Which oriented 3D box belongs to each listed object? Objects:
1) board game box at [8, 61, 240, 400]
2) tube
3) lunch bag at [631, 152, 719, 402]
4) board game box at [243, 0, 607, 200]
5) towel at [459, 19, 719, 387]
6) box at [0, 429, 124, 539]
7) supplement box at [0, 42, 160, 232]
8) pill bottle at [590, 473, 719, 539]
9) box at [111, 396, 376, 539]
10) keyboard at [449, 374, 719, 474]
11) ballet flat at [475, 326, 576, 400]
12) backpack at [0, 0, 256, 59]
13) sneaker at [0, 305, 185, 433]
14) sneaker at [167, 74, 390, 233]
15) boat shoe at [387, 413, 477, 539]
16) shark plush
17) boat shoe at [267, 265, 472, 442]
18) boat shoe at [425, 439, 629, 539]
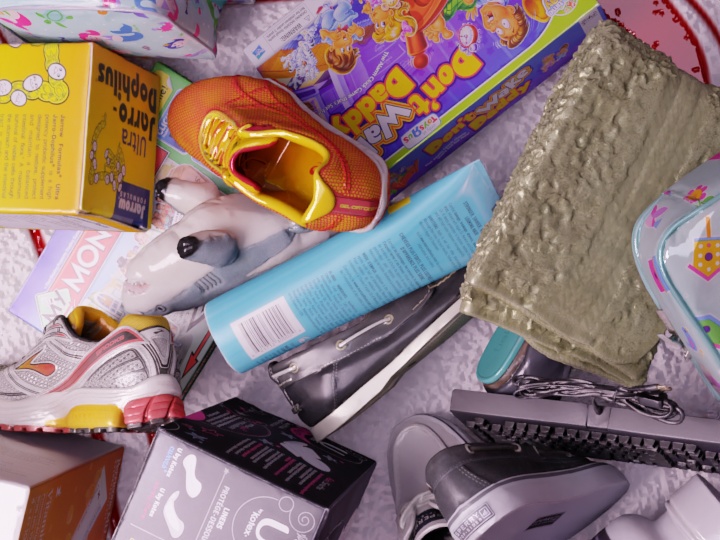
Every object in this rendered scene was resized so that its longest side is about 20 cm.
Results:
[{"bbox_3d":[-0.132,-0.022,1.161,0.134,0.029,0.200,32,95,6],"label":"board game box"},{"bbox_3d":[0.000,0.000,1.070,0.200,0.077,0.050,-26,50,10],"label":"tube"},{"bbox_3d":[0.270,-0.007,1.021,0.200,0.077,0.161,-34,103,-4],"label":"lunch bag"},{"bbox_3d":[0.042,-0.150,1.107,0.200,0.045,0.135,-38,69,7],"label":"board game box"},{"bbox_3d":[0.155,-0.039,1.050,0.148,0.036,0.200,26,90,-21],"label":"towel"},{"bbox_3d":[-0.235,0.172,1.092,0.097,0.200,0.125,12,93,8],"label":"box"},{"bbox_3d":[-0.245,-0.086,1.118,0.199,0.109,0.110,2,86,17],"label":"supplement box"},{"bbox_3d":[0.169,0.226,1.079,0.200,0.111,0.111,-45,85,7],"label":"pill bottle"},{"bbox_3d":[-0.075,0.169,1.069,0.114,0.200,0.132,24,94,8],"label":"box"},{"bbox_3d":[0.149,0.096,1.051,0.199,0.127,0.021,4,63,27],"label":"keyboard"},{"bbox_3d":[0.145,0.001,1.108,0.073,0.073,0.200,26,88,7],"label":"ballet flat"},{"bbox_3d":[-0.171,-0.216,1.090,0.199,0.178,0.151,12,86,12],"label":"backpack"},{"bbox_3d":[-0.183,0.066,1.119,0.200,0.078,0.082,-6,82,42],"label":"sneaker"},{"bbox_3d":[-0.064,-0.081,1.062,0.200,0.077,0.073,26,105,45],"label":"sneaker"},{"bbox_3d":[0.054,0.169,1.074,0.072,0.066,0.200,-30,52,19],"label":"boat shoe"},{"bbox_3d":[-0.058,-0.014,1.125,0.199,0.091,0.084,-11,123,-26],"label":"shark plush"},{"bbox_3d":[0.030,0.025,1.112,0.200,0.072,0.068,-39,80,0],"label":"boat shoe"},{"bbox_3d":[0.106,0.132,1.052,0.069,0.200,0.057,-45,66,19],"label":"boat shoe"}]
